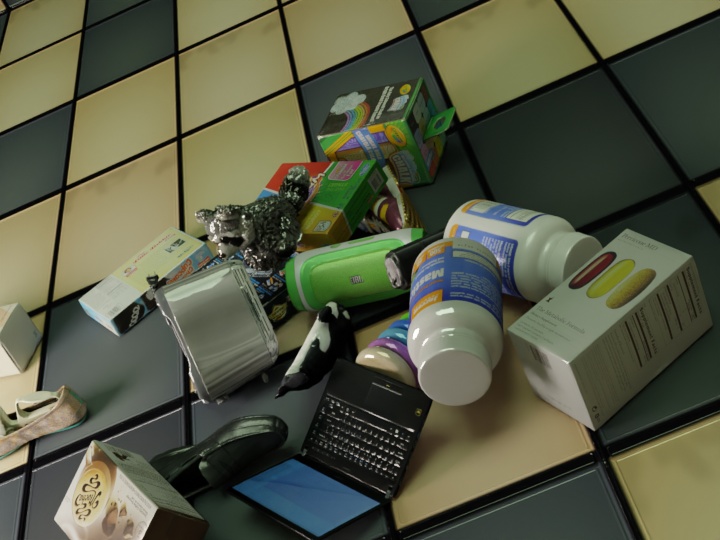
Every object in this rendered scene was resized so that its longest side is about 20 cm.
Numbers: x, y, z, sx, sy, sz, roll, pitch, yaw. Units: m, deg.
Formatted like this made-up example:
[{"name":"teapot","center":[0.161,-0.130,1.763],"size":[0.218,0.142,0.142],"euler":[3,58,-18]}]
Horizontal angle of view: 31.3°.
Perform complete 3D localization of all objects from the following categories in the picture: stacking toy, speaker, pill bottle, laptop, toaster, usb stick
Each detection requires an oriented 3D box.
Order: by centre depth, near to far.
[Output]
[{"name":"laptop","center":[-0.037,0.204,1.507],"size":[0.177,0.103,0.201],"euler":[18,84,46]},{"name":"pill bottle","center":[0.112,0.061,1.509],"size":[0.111,0.113,0.201],"euler":[-16,32,16]},{"name":"stacking toy","center":[0.076,0.077,1.641],"size":[0.085,0.086,0.200],"euler":[3,38,38]},{"name":"pill bottle","center":[0.210,-0.021,1.643],"size":[0.112,0.113,0.199],"euler":[-44,37,-24]},{"name":"usb stick","center":[0.111,-0.027,1.717],"size":[0.199,0.056,0.033],"euler":[-23,2,-38]},{"name":"toaster","center":[-0.194,0.073,1.742],"size":[0.128,0.201,0.114],"euler":[-24,-10,-9]},{"name":"speaker","center":[0.000,0.000,1.773],"size":[0.198,0.089,0.089],"euler":[-13,35,12]}]

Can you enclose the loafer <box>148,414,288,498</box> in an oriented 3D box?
[{"name":"loafer","center":[-0.178,0.241,1.603],"size":[0.199,0.068,0.071],"euler":[-24,41,14]}]

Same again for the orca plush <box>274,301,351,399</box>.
[{"name":"orca plush","center":[-0.041,0.110,1.675],"size":[0.071,0.106,0.200],"euler":[24,19,5]}]

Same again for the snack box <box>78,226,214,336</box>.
[{"name":"snack box","center":[-0.341,0.014,2.049],"size":[0.200,0.037,0.116],"euler":[-41,36,-20]}]

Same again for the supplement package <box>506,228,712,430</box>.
[{"name":"supplement package","center":[0.288,0.064,1.473],"size":[0.200,0.110,0.114],"euler":[-38,35,-17]}]

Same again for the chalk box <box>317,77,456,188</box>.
[{"name":"chalk box","center":[0.057,-0.209,1.999],"size":[0.198,0.125,0.125],"euler":[-7,37,26]}]

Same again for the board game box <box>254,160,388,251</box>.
[{"name":"board game box","center":[-0.075,-0.095,1.902],"size":[0.199,0.040,0.154],"euler":[2,48,42]}]

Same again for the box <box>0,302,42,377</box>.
[{"name":"box","center":[-0.623,0.124,2.059],"size":[0.198,0.078,0.095],"euler":[-13,35,21]}]

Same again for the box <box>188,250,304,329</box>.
[{"name":"box","center":[-0.157,0.018,1.906],"size":[0.159,0.046,0.200],"euler":[-38,35,-17]}]

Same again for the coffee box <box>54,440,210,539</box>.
[{"name":"coffee box","center":[-0.276,0.301,1.536],"size":[0.200,0.080,0.114],"euler":[29,92,52]}]

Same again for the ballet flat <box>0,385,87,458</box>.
[{"name":"ballet flat","center":[-0.493,0.216,1.852],"size":[0.199,0.068,0.068],"euler":[-24,33,5]}]

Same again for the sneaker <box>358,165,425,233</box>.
[{"name":"sneaker","center":[0.034,-0.078,1.891],"size":[0.090,0.075,0.200],"euler":[-32,26,7]}]

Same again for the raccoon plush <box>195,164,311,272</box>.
[{"name":"raccoon plush","center":[-0.155,-0.093,1.808],"size":[0.096,0.134,0.201],"euler":[-24,41,33]}]
